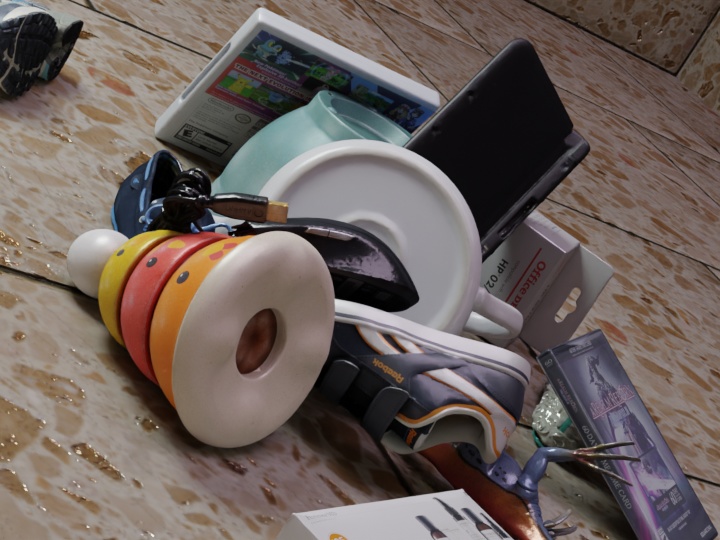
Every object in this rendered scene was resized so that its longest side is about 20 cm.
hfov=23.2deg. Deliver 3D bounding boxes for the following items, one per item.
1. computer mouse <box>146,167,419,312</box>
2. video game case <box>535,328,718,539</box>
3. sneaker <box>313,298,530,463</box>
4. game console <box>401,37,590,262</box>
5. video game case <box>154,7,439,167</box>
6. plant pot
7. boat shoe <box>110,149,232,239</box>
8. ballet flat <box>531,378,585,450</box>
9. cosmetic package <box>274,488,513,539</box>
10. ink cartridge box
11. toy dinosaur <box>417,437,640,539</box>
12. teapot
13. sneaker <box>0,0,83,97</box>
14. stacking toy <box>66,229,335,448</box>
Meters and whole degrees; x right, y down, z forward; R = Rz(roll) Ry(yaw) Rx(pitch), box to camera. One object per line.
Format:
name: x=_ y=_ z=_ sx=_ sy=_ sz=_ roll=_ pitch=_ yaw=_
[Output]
computer mouse: x=-0.045 y=-0.028 z=1.204 sx=0.199 sy=0.046 sz=0.140 roll=16 pitch=-17 yaw=-4
video game case: x=0.220 y=0.145 z=1.427 sx=0.201 sy=0.019 sz=0.143 roll=62 pitch=23 yaw=8
sneaker: x=0.017 y=0.077 z=1.218 sx=0.199 sy=0.080 sz=0.079 roll=15 pitch=-23 yaw=0
game console: x=0.089 y=-0.073 z=1.500 sx=0.116 sy=0.200 sz=0.176 roll=46 pitch=-19 yaw=1
video game case: x=-0.059 y=-0.143 z=1.605 sx=0.199 sy=0.182 sz=0.023 roll=23 pitch=47 yaw=-28
plant pot: x=-0.018 y=-0.073 z=1.545 sx=0.199 sy=0.135 sz=0.201 roll=29 pitch=18 yaw=-11
boat shoe: x=-0.147 y=-0.030 z=1.318 sx=0.084 sy=0.069 sz=0.200 roll=18 pitch=23 yaw=-36
ballet flat: x=0.197 y=0.112 z=1.533 sx=0.072 sy=0.072 sz=0.200 roll=33 pitch=17 yaw=3
cosmetic package: x=0.029 y=0.183 z=1.078 sx=0.082 sy=0.051 sz=0.200 roll=40 pitch=19 yaw=27
ink cartridge box: x=0.124 y=-0.009 z=1.644 sx=0.199 sy=0.116 sz=0.068 roll=35 pitch=18 yaw=11
toy dinosaur: x=0.100 y=0.170 z=1.257 sx=0.198 sy=0.106 sz=0.182 roll=-7 pitch=38 yaw=0
teapot: x=0.000 y=0.000 z=1.348 sx=0.201 sy=0.196 sz=0.146 roll=63 pitch=-8 yaw=5
sneaker: x=-0.309 y=-0.203 z=1.516 sx=0.086 sy=0.078 sz=0.200 roll=26 pitch=6 yaw=1
stacking toy: x=-0.130 y=0.021 z=1.178 sx=0.199 sy=0.147 sz=0.146 roll=22 pitch=9 yaw=35
